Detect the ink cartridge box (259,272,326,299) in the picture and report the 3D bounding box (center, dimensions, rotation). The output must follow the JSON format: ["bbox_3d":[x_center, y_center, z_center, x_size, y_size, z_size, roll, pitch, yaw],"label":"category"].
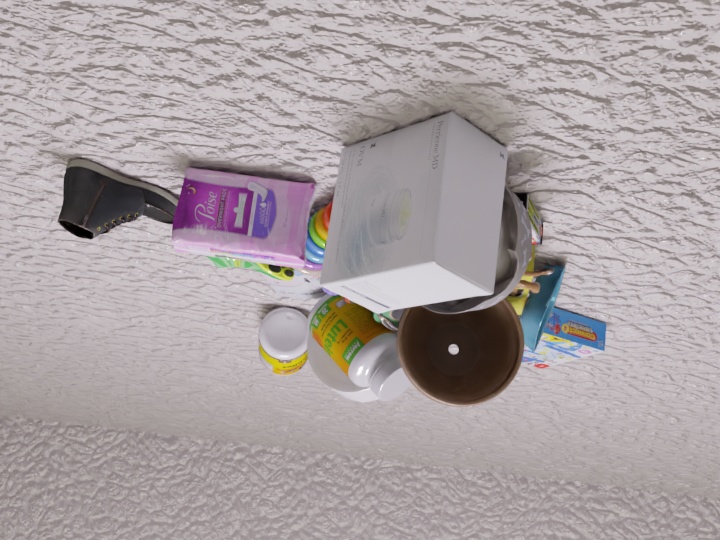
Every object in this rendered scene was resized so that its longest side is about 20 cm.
[{"bbox_3d":[-0.069,0.006,1.797,0.199,0.057,0.163,8,161,16],"label":"ink cartridge box"}]

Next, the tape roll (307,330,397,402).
[{"bbox_3d":[0.003,0.137,1.902,0.201,0.204,0.071,-1,159,25],"label":"tape roll"}]

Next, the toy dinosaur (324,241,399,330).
[{"bbox_3d":[0.000,0.000,1.606,0.199,0.105,0.181,33,149,-18],"label":"toy dinosaur"}]

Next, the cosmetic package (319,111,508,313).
[{"bbox_3d":[0.068,-0.068,1.308,0.199,0.201,0.123,-12,152,43],"label":"cosmetic package"}]

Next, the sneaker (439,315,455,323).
[{"bbox_3d":[0.193,0.095,1.731,0.199,0.081,0.076,6,157,-32],"label":"sneaker"}]

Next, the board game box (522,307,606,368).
[{"bbox_3d":[0.324,0.121,1.940,0.195,0.056,0.200,16,159,-22],"label":"board game box"}]

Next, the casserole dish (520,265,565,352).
[{"bbox_3d":[0.297,0.060,1.703,0.039,0.122,0.200,22,163,14],"label":"casserole dish"}]

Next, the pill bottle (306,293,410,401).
[{"bbox_3d":[0.004,0.132,1.797,0.200,0.111,0.111,45,-179,32],"label":"pill bottle"}]

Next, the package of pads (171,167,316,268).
[{"bbox_3d":[-0.168,-0.077,1.495,0.198,0.121,0.076,8,166,0],"label":"package of pads"}]

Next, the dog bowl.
[{"bbox_3d":[0.142,-0.037,1.381,0.199,0.202,0.058,-10,164,41],"label":"dog bowl"}]

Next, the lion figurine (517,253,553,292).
[{"bbox_3d":[0.167,-0.018,1.451,0.122,0.073,0.200,15,174,-32],"label":"lion figurine"}]

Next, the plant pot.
[{"bbox_3d":[0.152,0.118,1.624,0.199,0.202,0.093,9,165,-2],"label":"plant pot"}]

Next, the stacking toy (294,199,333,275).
[{"bbox_3d":[-0.046,-0.061,1.559,0.085,0.086,0.200,15,155,-19],"label":"stacking toy"}]

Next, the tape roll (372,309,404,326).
[{"bbox_3d":[0.116,0.041,1.732,0.199,0.048,0.201,-9,161,-3],"label":"tape roll"}]

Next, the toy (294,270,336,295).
[{"bbox_3d":[-0.010,0.015,1.734,0.199,0.048,0.115,-15,155,20],"label":"toy"}]

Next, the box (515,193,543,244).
[{"bbox_3d":[0.158,-0.072,1.505,0.199,0.035,0.110,0,159,22],"label":"box"}]

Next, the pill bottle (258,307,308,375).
[{"bbox_3d":[-0.159,0.155,2.149,0.108,0.110,0.200,9,161,-2],"label":"pill bottle"}]

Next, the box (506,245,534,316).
[{"bbox_3d":[0.244,0.009,1.639,0.050,0.076,0.200,4,159,5],"label":"box"}]

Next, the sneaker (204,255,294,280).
[{"bbox_3d":[-0.198,-0.039,1.694,0.199,0.074,0.084,24,154,-15],"label":"sneaker"}]

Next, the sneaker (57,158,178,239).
[{"bbox_3d":[-0.369,-0.084,1.577,0.199,0.107,0.075,21,157,-32],"label":"sneaker"}]
